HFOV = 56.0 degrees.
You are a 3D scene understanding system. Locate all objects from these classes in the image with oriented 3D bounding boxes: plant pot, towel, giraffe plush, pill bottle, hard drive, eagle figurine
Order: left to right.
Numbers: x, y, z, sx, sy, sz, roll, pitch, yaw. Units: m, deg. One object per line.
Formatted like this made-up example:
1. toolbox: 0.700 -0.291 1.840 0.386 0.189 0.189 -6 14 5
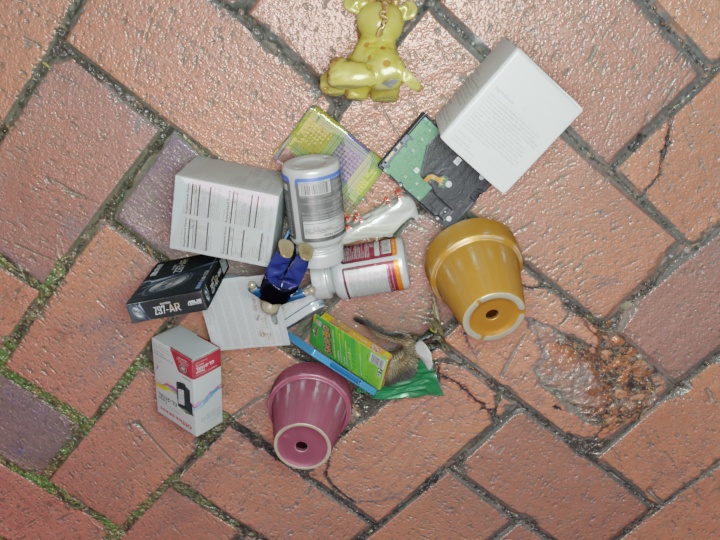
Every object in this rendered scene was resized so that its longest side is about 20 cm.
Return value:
1. plant pot: -0.119 0.339 1.531 0.197 0.180 0.202 1 116 2
2. pill bottle: -0.087 -0.113 1.314 0.112 0.114 0.202 -3 116 4
3. towel: -0.062 -0.222 1.361 0.199 0.023 0.144 35 110 -14
4. pill bottle: 0.000 0.000 1.411 0.197 0.110 0.111 -10 114 7
5. giraffe plush: 0.023 -0.402 1.211 0.171 0.199 0.165 2 92 -32
6. eagle figurine: 0.089 0.161 1.468 0.198 0.154 0.151 -14 153 15
7. hard drive: 0.150 -0.194 1.344 0.199 0.038 0.140 38 100 -17
8. plant pot: 0.242 0.030 1.347 0.197 0.184 0.202 -5 130 -6

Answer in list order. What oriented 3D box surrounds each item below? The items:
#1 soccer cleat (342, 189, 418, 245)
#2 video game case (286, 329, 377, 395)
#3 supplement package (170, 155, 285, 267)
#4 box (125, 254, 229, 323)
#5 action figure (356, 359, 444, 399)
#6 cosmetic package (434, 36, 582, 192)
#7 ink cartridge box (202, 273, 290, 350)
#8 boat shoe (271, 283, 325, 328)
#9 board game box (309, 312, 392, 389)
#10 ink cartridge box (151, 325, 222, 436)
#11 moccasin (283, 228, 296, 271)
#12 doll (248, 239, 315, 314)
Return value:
1. soccer cleat: 0.027 -0.090 1.395 0.198 0.070 0.078 -28 114 11
2. video game case: -0.068 0.198 1.463 0.200 0.143 0.018 39 80 -35
3. supplement package: -0.255 -0.120 1.342 0.197 0.152 0.152 11 114 -2
4. box: -0.370 0.030 1.391 0.158 0.201 0.044 -10 114 8
5. action figure: 0.082 0.254 1.555 0.197 0.055 0.119 -13 115 16
6. cosmetic package: 0.263 -0.287 1.239 0.164 0.165 0.200 37 112 -14
7. ink cartridge box: -0.247 0.087 1.458 0.197 0.057 0.165 -8 105 19
8. boat shoe: -0.167 0.094 1.491 0.199 0.073 0.066 -29 83 19
9. board game box: -0.025 0.172 1.485 0.199 0.030 0.096 29 131 19
10. ink cartridge box: -0.387 0.248 1.520 0.145 0.082 0.203 20 119 32
11. moccasin: -0.156 -0.001 1.432 0.068 0.081 0.201 26 114 -4
12. doll: -0.150 0.025 1.321 0.135 0.049 0.201 9 139 -23
